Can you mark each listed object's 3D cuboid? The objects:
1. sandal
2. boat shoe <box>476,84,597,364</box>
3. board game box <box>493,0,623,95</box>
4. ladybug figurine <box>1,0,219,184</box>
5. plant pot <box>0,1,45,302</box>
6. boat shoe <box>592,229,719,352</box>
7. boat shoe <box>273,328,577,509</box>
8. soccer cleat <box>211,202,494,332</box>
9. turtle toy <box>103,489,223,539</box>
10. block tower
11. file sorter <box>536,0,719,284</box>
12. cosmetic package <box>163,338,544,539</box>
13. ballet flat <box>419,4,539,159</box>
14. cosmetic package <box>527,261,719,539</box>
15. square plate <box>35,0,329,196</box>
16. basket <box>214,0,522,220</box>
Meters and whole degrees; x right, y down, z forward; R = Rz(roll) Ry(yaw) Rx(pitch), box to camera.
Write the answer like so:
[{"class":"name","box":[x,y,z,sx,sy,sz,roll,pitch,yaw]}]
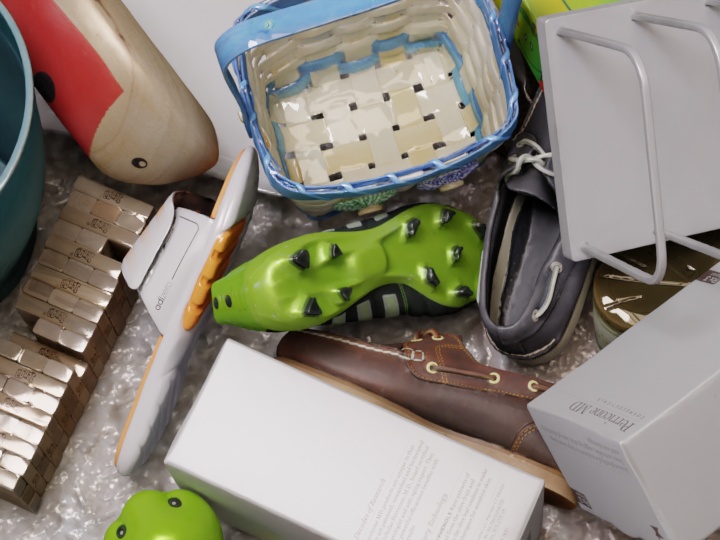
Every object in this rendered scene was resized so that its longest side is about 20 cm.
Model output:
[{"class":"sandal","box":[-0.118,0.017,1.216,0.059,0.079,0.208,23,92,3]},{"class":"boat shoe","box":[0.114,-0.046,1.223,0.072,0.063,0.201,12,83,26]},{"class":"board game box","box":[0.119,-0.198,1.234,0.101,0.048,0.201,-23,70,-11]},{"class":"ladybug figurine","box":[-0.162,-0.127,1.243,0.072,0.136,0.200,-37,70,-1]},{"class":"plant pot","box":[-0.273,-0.055,1.219,0.198,0.188,0.202,-1,68,2]},{"class":"boat shoe","box":[0.220,-0.018,1.255,0.200,0.063,0.073,-39,67,-18]},{"class":"boat shoe","box":[0.047,0.071,1.217,0.199,0.070,0.071,22,78,2]},{"class":"soccer cleat","box":[0.000,0.000,1.218,0.199,0.081,0.068,-8,89,-44]},{"class":"turtle toy","box":[-0.078,0.214,1.150,0.145,0.101,0.201,-28,70,-8]},{"class":"block tower","box":[-0.184,0.048,1.246,0.057,0.054,0.201,22,72,12]},{"class":"file sorter","box":[0.217,-0.082,1.140,0.199,0.124,0.140,-12,105,-14]},{"class":"cosmetic package","box":[-0.001,0.126,1.178,0.199,0.108,0.085,22,73,13]},{"class":"ballet flat","box":[0.109,-0.092,1.294,0.200,0.046,0.067,43,98,23]},{"class":"cosmetic package","box":[0.206,0.060,1.150,0.199,0.113,0.081,-34,109,-18]},{"class":"square plate","box":[-0.107,-0.155,1.335,0.199,0.028,0.199,16,71,9]},{"class":"basket","box":[0.012,-0.116,1.193,0.175,0.200,0.140,-18,67,-2]}]
